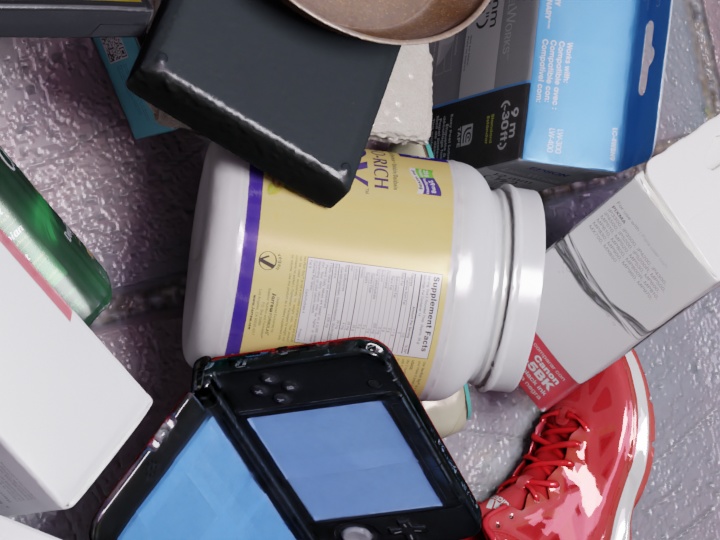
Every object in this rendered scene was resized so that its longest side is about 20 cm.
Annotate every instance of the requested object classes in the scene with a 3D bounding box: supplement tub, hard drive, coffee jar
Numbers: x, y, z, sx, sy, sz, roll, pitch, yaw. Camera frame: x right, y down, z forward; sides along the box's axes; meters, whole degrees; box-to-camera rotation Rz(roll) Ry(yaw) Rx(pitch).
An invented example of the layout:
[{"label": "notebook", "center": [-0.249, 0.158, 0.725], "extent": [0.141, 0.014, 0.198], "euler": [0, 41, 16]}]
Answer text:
[{"label": "supplement tub", "center": [0.000, 0.000, 1.518], "extent": [0.198, 0.145, 0.147], "euler": [7, 80, -8]}, {"label": "hard drive", "center": [-0.042, -0.150, 1.479], "extent": [0.139, 0.033, 0.201], "euler": [30, 52, -15]}, {"label": "coffee jar", "center": [-0.231, -0.039, 1.426], "extent": [0.085, 0.104, 0.200], "euler": [-41, 110, -3]}]

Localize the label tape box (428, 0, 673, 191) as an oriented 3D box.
[{"label": "label tape box", "center": [0.114, -0.129, 1.610], "extent": [0.066, 0.200, 0.144], "euler": [12, 79, -26]}]

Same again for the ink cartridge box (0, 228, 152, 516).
[{"label": "ink cartridge box", "center": [-0.228, 0.058, 1.365], "extent": [0.145, 0.199, 0.084], "euler": [50, 58, -19]}]

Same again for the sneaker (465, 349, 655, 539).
[{"label": "sneaker", "center": [0.124, 0.133, 1.666], "extent": [0.115, 0.078, 0.202], "euler": [8, 79, -34]}]

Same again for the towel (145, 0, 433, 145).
[{"label": "towel", "center": [-0.042, -0.146, 1.547], "extent": [0.199, 0.034, 0.134], "euler": [4, 83, -32]}]

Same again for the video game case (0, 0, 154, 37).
[{"label": "video game case", "center": [-0.237, -0.197, 1.423], "extent": [0.199, 0.026, 0.181], "euler": [-3, 47, -34]}]

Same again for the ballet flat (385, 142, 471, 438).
[{"label": "ballet flat", "center": [0.026, 0.011, 1.623], "extent": [0.069, 0.069, 0.202], "euler": [-11, 91, -34]}]

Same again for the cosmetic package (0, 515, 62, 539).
[{"label": "cosmetic package", "center": [-0.215, 0.160, 1.357], "extent": [0.199, 0.151, 0.052], "euler": [23, 74, -8]}]

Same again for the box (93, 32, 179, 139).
[{"label": "box", "center": [-0.066, -0.157, 1.582], "extent": [0.199, 0.049, 0.083], "euler": [-28, 99, -33]}]

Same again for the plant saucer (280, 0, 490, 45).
[{"label": "plant saucer", "center": [-0.009, -0.212, 1.489], "extent": [0.199, 0.037, 0.202], "euler": [15, 59, -25]}]

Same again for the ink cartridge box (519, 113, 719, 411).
[{"label": "ink cartridge box", "center": [0.184, -0.012, 1.593], "extent": [0.146, 0.200, 0.083], "euler": [-33, 83, -38]}]

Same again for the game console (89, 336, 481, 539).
[{"label": "game console", "center": [-0.038, 0.149, 1.491], "extent": [0.200, 0.171, 0.119], "euler": [60, 28, -47]}]
